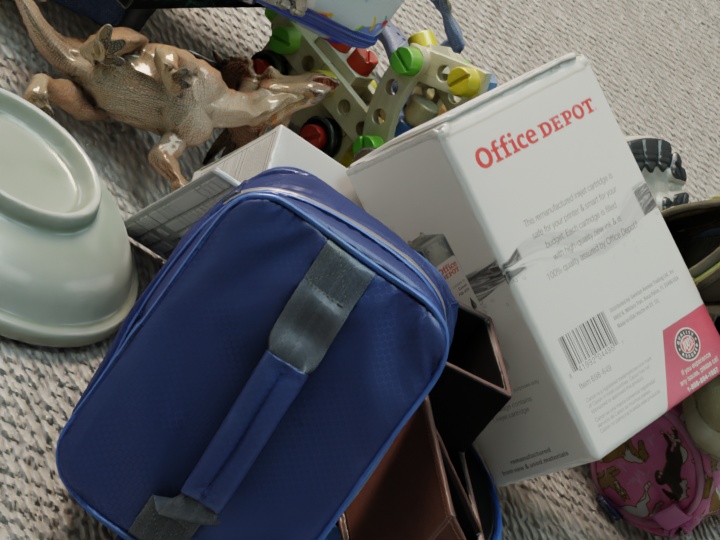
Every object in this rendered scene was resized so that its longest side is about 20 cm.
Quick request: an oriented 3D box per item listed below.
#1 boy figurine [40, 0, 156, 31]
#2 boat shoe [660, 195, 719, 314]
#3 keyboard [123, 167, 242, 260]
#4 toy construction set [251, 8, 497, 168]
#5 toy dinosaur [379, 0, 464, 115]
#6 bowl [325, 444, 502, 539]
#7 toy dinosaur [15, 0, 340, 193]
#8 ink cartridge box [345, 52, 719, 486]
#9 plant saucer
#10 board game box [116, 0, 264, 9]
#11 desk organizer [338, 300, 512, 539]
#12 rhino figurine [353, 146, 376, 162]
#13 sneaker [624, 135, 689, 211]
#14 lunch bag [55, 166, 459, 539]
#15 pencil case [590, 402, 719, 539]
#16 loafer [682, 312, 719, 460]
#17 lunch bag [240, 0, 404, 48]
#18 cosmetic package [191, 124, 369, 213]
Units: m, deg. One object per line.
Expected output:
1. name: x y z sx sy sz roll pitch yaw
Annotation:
1. boy figurine: -0.216 -0.213 1.601 0.200 0.064 0.125 30 27 -28
2. boat shoe: 0.175 -0.003 1.553 0.060 0.201 0.072 36 60 -29
3. keyboard: -0.082 -0.023 1.383 0.056 0.011 0.200 27 -15 -14
4. toy construction set: 0.003 -0.139 1.693 0.092 0.131 0.200 14 35 -43
5. toy dinosaur: 0.038 -0.110 1.807 0.182 0.105 0.200 52 -13 52
6. bowl: -0.009 0.100 1.394 0.200 0.039 0.201 31 27 -17
7. toy dinosaur: -0.124 -0.109 1.541 0.199 0.086 0.136 27 20 -2
8. ink cartridge box: 0.100 -0.002 1.461 0.145 0.085 0.201 -28 95 -45
9. plant saucer: -0.192 -0.047 1.377 0.200 0.050 0.200 32 26 -18
10. board game box: -0.132 -0.215 1.619 0.135 0.028 0.200 46 21 13
11. desk organizer: 0.035 0.096 1.323 0.072 0.077 0.200 26 28 -25
12. rhino figurine: 0.065 0.012 1.616 0.200 0.060 0.087 54 19 21
13. sneaker: 0.115 -0.041 1.629 0.199 0.080 0.078 1 77 -39
14. lunch bag: -0.052 0.058 1.231 0.136 0.200 0.132 34 8 0
15. pencil case: 0.220 0.110 1.639 0.083 0.087 0.200 26 19 27
16. loafer: 0.225 0.048 1.574 0.075 0.068 0.200 23 23 -16
17. lunch bag: -0.051 -0.229 1.630 0.160 0.083 0.200 23 26 -36
18. cosmetic package: 0.000 0.000 1.487 0.200 0.082 0.051 33 55 -27
